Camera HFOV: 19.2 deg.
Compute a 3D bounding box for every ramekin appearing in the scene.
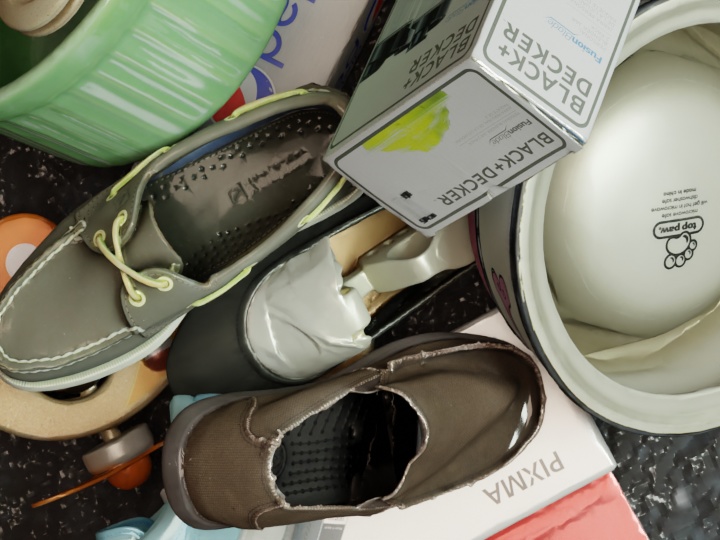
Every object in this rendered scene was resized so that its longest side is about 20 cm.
[{"bbox_3d":[-0.120,-0.144,0.946,0.199,0.097,0.202,-19,59,34],"label":"ramekin"}]

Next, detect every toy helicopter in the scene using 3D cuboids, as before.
[{"bbox_3d":[-0.091,0.043,1.002,0.198,0.079,0.134,0,84,-10],"label":"toy helicopter"}]

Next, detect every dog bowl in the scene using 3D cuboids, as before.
[{"bbox_3d":[0.136,-0.032,0.953,0.199,0.074,0.202,-8,106,-27],"label":"dog bowl"}]

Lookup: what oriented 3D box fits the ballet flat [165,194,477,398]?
[{"bbox_3d":[0.000,0.000,0.970,0.199,0.068,0.068,-35,105,-14],"label":"ballet flat"}]

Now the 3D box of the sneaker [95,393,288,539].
[{"bbox_3d":[-0.086,0.150,0.957,0.081,0.074,0.202,19,87,1],"label":"sneaker"}]

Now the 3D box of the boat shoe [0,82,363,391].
[{"bbox_3d":[-0.083,-0.016,0.926,0.201,0.060,0.072,-33,83,0],"label":"boat shoe"}]

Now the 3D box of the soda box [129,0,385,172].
[{"bbox_3d":[-0.036,-0.110,1.002,0.068,0.063,0.201,26,91,4],"label":"soda box"}]

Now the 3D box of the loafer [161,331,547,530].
[{"bbox_3d":[0.012,0.076,0.911,0.199,0.071,0.074,-15,101,-38],"label":"loafer"}]

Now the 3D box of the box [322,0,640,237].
[{"bbox_3d":[0.068,-0.123,0.893,0.060,0.116,0.201,34,58,-18],"label":"box"}]

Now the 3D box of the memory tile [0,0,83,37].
[{"bbox_3d":[-0.135,-0.198,0.902,0.153,0.017,0.201,17,82,44],"label":"memory tile"}]

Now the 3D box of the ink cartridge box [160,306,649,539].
[{"bbox_3d":[0.032,0.135,1.009,0.199,0.045,0.177,-28,88,3],"label":"ink cartridge box"}]
